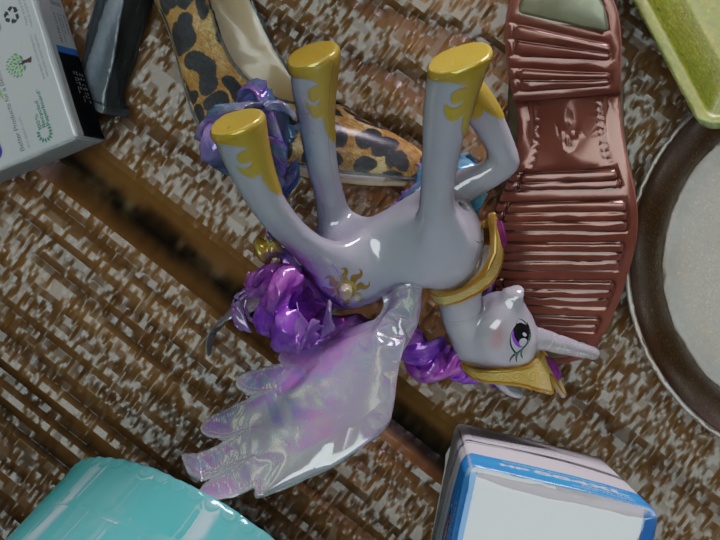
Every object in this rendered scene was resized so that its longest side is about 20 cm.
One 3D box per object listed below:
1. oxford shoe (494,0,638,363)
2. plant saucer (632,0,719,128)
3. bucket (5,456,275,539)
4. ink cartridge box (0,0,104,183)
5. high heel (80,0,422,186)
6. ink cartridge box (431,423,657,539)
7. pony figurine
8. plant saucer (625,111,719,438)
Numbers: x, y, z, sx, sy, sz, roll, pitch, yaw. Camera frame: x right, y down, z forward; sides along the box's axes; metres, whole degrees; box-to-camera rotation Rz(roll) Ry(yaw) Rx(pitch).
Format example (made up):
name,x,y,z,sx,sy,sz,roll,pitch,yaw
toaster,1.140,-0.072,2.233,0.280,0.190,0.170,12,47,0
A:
name,x,y,z,sx,sy,sz,roll,pitch,yaw
oxford shoe,0.103,-0.054,0.838,0.070,0.074,0.202,5,110,6
plant saucer,0.210,-0.190,0.824,0.199,0.048,0.201,-26,76,4
bucket,-0.102,0.194,0.778,0.206,0.208,0.135,34,60,5
ink cartridge box,-0.236,-0.079,0.871,0.199,0.039,0.100,-19,87,15
high heel,-0.044,-0.127,0.845,0.199,0.071,0.144,19,97,14
ink cartridge box,0.069,0.156,0.771,0.084,0.200,0.147,11,91,3
pony figurine,0.000,0.000,0.778,0.191,0.167,0.201,-15,123,7
plant saucer,0.230,-0.002,0.842,0.198,0.032,0.202,0,89,5
